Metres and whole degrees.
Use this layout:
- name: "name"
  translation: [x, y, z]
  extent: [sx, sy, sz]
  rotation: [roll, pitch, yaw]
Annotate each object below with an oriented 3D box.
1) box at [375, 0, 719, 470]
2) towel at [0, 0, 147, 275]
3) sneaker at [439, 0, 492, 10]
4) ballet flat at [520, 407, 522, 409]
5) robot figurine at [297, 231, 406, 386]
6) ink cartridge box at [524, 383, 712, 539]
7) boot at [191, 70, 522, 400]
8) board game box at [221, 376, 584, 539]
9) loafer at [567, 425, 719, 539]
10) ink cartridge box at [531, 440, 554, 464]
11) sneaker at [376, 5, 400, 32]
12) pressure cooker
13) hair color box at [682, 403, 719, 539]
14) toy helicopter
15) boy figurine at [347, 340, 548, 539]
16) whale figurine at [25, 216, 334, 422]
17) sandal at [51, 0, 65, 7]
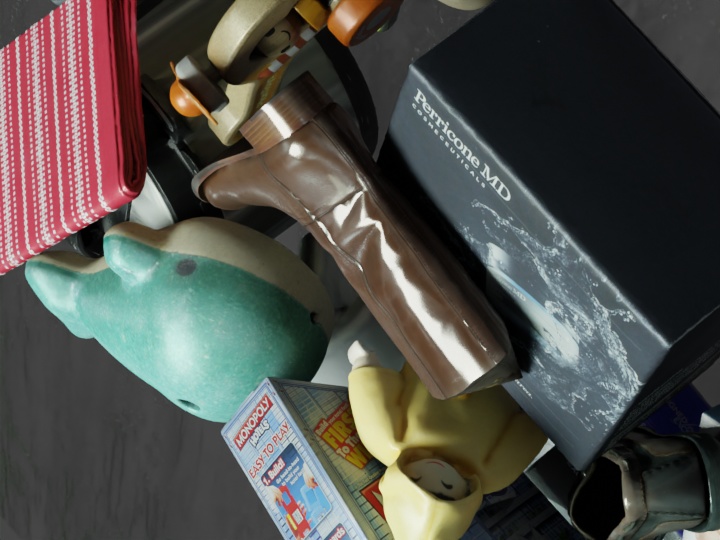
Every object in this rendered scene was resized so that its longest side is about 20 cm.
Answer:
- name: "box"
  translation: [0.113, -0.027, 1.257]
  extent: [0.197, 0.117, 0.200]
  rotation: [48, 158, 12]
- name: "towel"
  translation: [-0.191, -0.082, 1.442]
  extent: [0.200, 0.022, 0.145]
  rotation: [-25, 64, 49]
- name: "sneaker"
  translation: [0.015, -0.212, 1.262]
  extent: [0.200, 0.070, 0.076]
  rotation: [51, 177, 16]
- name: "ballet flat"
  translation: [0.085, 0.078, 1.493]
  extent: [0.072, 0.072, 0.200]
  rotation: [45, 127, 20]
- name: "robot figurine"
  translation: [-0.009, 0.072, 1.549]
  extent: [0.113, 0.169, 0.200]
  rotation: [-82, -31, -55]
- name: "ink cartridge box"
  translation: [0.189, 0.177, 1.451]
  extent: [0.198, 0.043, 0.200]
  rotation: [50, 140, 7]
- name: "boot"
  translation: [0.000, 0.000, 1.304]
  extent: [0.200, 0.064, 0.186]
  rotation: [50, 163, -1]
- name: "board game box"
  translation: [0.026, 0.133, 1.377]
  extent: [0.200, 0.200, 0.062]
  rotation: [48, 129, 9]
- name: "loafer"
  translation: [0.145, 0.123, 1.327]
  extent: [0.200, 0.063, 0.072]
  rotation: [143, 118, -73]
- name: "ink cartridge box"
  translation: [0.098, 0.145, 1.621]
  extent: [0.198, 0.043, 0.200]
  rotation: [31, 134, 43]
- name: "sneaker"
  translation: [-0.058, -0.205, 1.366]
  extent: [0.200, 0.090, 0.078]
  rotation: [48, 157, 8]
- name: "pressure cooker"
  translation: [-0.111, -0.086, 1.516]
  extent: [0.179, 0.200, 0.176]
  rotation: [28, 149, 49]
- name: "hair color box"
  translation: [0.231, 0.173, 1.321]
  extent: [0.100, 0.060, 0.200]
  rotation: [34, 132, 40]
- name: "toy helicopter"
  translation: [-0.059, -0.114, 1.319]
  extent: [0.079, 0.132, 0.200]
  rotation: [46, 158, 7]
- name: "boy figurine"
  translation: [0.047, 0.078, 1.338]
  extent: [0.124, 0.200, 0.064]
  rotation: [23, 136, 0]
- name: "whale figurine"
  translation: [-0.116, 0.034, 1.425]
  extent: [0.200, 0.104, 0.159]
  rotation: [4, 151, 30]
- name: "sandal"
  translation: [-0.159, -0.207, 1.614]
  extent: [0.043, 0.076, 0.200]
  rotation: [32, 169, -24]
